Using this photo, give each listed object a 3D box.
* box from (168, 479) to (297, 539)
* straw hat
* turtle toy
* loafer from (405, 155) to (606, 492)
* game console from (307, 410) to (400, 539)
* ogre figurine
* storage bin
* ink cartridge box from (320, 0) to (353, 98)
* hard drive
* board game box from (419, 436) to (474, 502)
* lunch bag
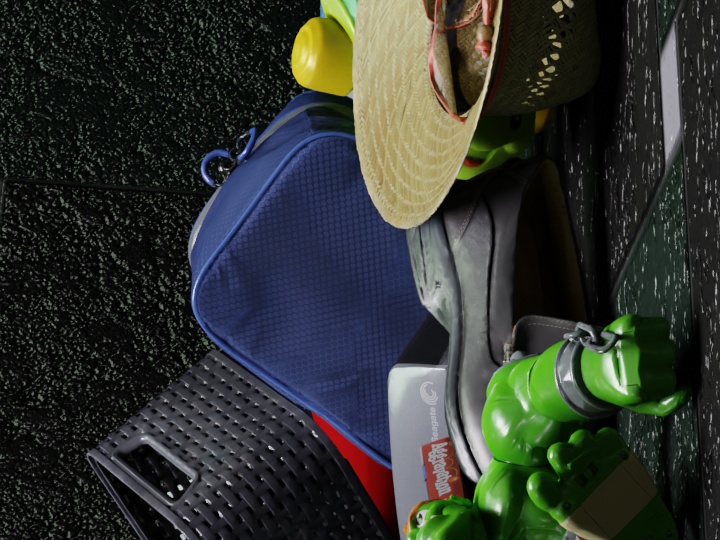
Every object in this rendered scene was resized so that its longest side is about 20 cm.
[{"bbox_3d":[-0.012,0.180,1.814,0.041,0.200,0.156,-26,82,44],"label":"box"},{"bbox_3d":[0.067,-0.111,1.347,0.201,0.085,0.201,-177,90,-72],"label":"straw hat"},{"bbox_3d":[0.045,-0.127,1.490,0.101,0.146,0.200,128,146,-51],"label":"turtle toy"},{"bbox_3d":[0.079,0.041,1.326,0.072,0.073,0.200,-33,65,35],"label":"loafer"},{"bbox_3d":[0.033,0.120,1.747,0.172,0.119,0.200,4,-115,-52],"label":"game console"},{"bbox_3d":[0.079,0.113,1.131,0.120,0.098,0.200,-157,49,-68],"label":"ogre figurine"},{"bbox_3d":[-0.044,0.156,1.591,0.135,0.094,0.200,31,157,53],"label":"storage bin"},{"bbox_3d":[0.030,-0.099,1.880,0.200,0.116,0.067,92,176,-49],"label":"ink cartridge box"},{"bbox_3d":[0.058,0.105,1.440,0.135,0.042,0.200,-55,-39,-56],"label":"hard drive"},{"bbox_3d":[0.072,0.182,1.335,0.103,0.019,0.200,-100,-11,-71],"label":"board game box"},{"bbox_3d":[0.000,0.000,1.543,0.136,0.200,0.132,-50,10,9],"label":"lunch bag"}]
